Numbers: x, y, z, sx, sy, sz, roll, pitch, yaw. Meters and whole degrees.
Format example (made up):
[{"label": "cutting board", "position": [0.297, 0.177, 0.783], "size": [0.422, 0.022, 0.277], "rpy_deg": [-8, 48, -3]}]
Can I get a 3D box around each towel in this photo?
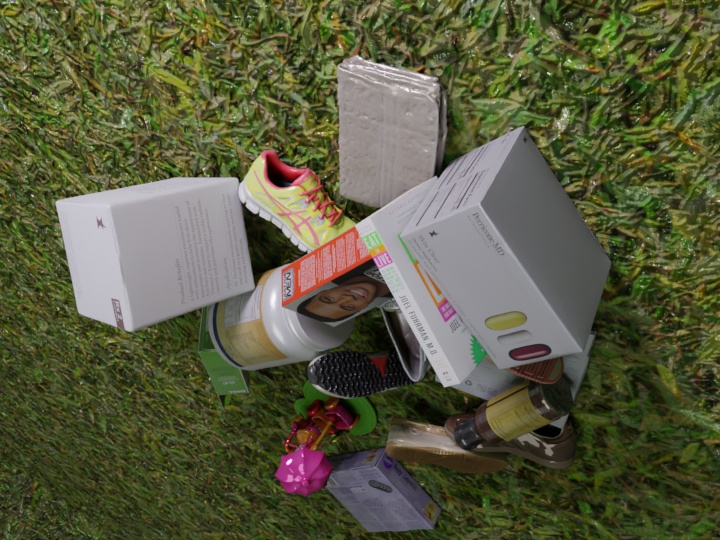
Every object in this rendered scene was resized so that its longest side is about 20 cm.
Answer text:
[{"label": "towel", "position": [0.034, -0.151, 0.839], "size": [0.132, 0.035, 0.201], "rpy_deg": [21, 138, 18]}]

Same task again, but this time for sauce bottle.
[{"label": "sauce bottle", "position": [0.202, 0.199, 0.968], "size": [0.065, 0.065, 0.200], "rpy_deg": [40, 140, -6]}]

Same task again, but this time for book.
[{"label": "book", "position": [0.085, 0.011, 0.795], "size": [0.048, 0.133, 0.201], "rpy_deg": [-24, 98, 43]}]

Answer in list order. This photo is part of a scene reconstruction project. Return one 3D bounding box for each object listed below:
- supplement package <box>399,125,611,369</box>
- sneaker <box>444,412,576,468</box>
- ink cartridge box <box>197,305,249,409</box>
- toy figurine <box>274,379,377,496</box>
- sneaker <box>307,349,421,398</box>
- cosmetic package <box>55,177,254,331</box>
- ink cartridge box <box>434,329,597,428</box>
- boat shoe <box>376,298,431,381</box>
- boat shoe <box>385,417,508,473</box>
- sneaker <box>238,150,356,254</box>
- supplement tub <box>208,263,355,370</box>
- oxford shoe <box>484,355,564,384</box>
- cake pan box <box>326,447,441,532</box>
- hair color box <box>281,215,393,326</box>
[{"label": "supplement package", "position": [0.167, -0.022, 0.777], "size": [0.111, 0.156, 0.200], "rpy_deg": [-22, 114, 44]}, {"label": "sneaker", "position": [0.224, 0.232, 1.060], "size": [0.199, 0.070, 0.076], "rpy_deg": [9, 114, 23]}, {"label": "ink cartridge box", "position": [-0.225, 0.146, 1.217], "size": [0.059, 0.104, 0.201], "rpy_deg": [-5, 142, 0]}, {"label": "toy figurine", "position": [-0.091, 0.305, 1.236], "size": [0.199, 0.184, 0.150], "rpy_deg": [-25, 112, 46]}, {"label": "sneaker", "position": [-0.002, 0.158, 1.057], "size": [0.093, 0.199, 0.071], "rpy_deg": [-30, 67, 52]}, {"label": "cosmetic package", "position": [-0.282, -0.033, 0.980], "size": [0.164, 0.199, 0.166], "rpy_deg": [8, 110, 45]}, {"label": "ink cartridge box", "position": [0.206, 0.109, 0.961], "size": [0.198, 0.041, 0.201], "rpy_deg": [19, 136, 17]}, {"label": "boat shoe", "position": [0.062, 0.063, 0.994], "size": [0.074, 0.065, 0.203], "rpy_deg": [1, 126, 32]}, {"label": "boat shoe", "position": [0.141, 0.276, 1.140], "size": [0.198, 0.070, 0.074], "rpy_deg": [12, 142, -5]}, {"label": "sneaker", "position": [-0.070, -0.087, 0.937], "size": [0.199, 0.078, 0.091], "rpy_deg": [31, 132, 3]}, {"label": "supplement tub", "position": [-0.118, 0.069, 1.062], "size": [0.199, 0.145, 0.145], "rpy_deg": [-16, 119, 42]}, {"label": "oxford shoe", "position": [0.163, 0.081, 0.899], "size": [0.199, 0.071, 0.074], "rpy_deg": [32, 162, 3]}, {"label": "cake pan box", "position": [0.029, 0.433, 1.378], "size": [0.199, 0.052, 0.184], "rpy_deg": [-26, 110, 45]}, {"label": "hair color box", "position": [0.000, 0.000, 0.897], "size": [0.199, 0.062, 0.101], "rpy_deg": [-28, 143, 37]}]
